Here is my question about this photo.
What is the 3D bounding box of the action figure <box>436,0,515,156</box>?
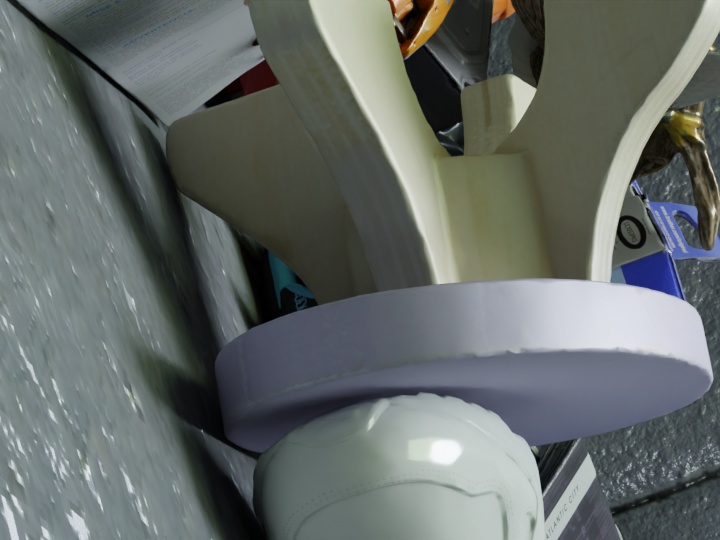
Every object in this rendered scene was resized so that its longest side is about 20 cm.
[{"bbox_3d":[0.014,-0.154,0.999,0.199,0.194,0.105,32,-10,-9],"label":"action figure"}]

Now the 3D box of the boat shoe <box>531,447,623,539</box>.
[{"bbox_3d":[0.054,0.111,0.809,0.072,0.072,0.200,12,-33,39],"label":"boat shoe"}]

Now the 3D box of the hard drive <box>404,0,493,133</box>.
[{"bbox_3d":[0.012,-0.175,0.861,0.140,0.038,0.201,46,37,-34],"label":"hard drive"}]

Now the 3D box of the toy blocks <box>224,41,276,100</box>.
[{"bbox_3d":[-0.042,-0.130,0.852,0.137,0.099,0.201,28,47,-65],"label":"toy blocks"}]

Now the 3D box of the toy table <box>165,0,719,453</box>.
[{"bbox_3d":[0.028,-0.014,0.567,0.200,0.183,0.118,35,44,-70],"label":"toy table"}]

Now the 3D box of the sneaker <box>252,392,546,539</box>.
[{"bbox_3d":[0.029,0.115,0.530,0.200,0.078,0.100,64,10,-45],"label":"sneaker"}]

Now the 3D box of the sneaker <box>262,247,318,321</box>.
[{"bbox_3d":[0.000,0.000,0.756,0.200,0.073,0.082,-105,171,-67],"label":"sneaker"}]

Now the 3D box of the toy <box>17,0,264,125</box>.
[{"bbox_3d":[-0.037,-0.103,0.542,0.047,0.115,0.200,57,2,11],"label":"toy"}]

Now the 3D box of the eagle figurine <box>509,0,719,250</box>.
[{"bbox_3d":[0.101,-0.080,0.834,0.200,0.151,0.152,-16,69,-51],"label":"eagle figurine"}]

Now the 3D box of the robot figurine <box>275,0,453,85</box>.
[{"bbox_3d":[-0.003,-0.154,0.732,0.145,0.058,0.200,44,48,-23],"label":"robot figurine"}]

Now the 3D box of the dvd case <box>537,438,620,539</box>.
[{"bbox_3d":[0.084,0.189,0.755,0.149,0.016,0.201,-48,124,-47],"label":"dvd case"}]

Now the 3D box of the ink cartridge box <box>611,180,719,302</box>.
[{"bbox_3d":[0.085,0.002,0.988,0.137,0.199,0.077,-106,173,-54],"label":"ink cartridge box"}]
